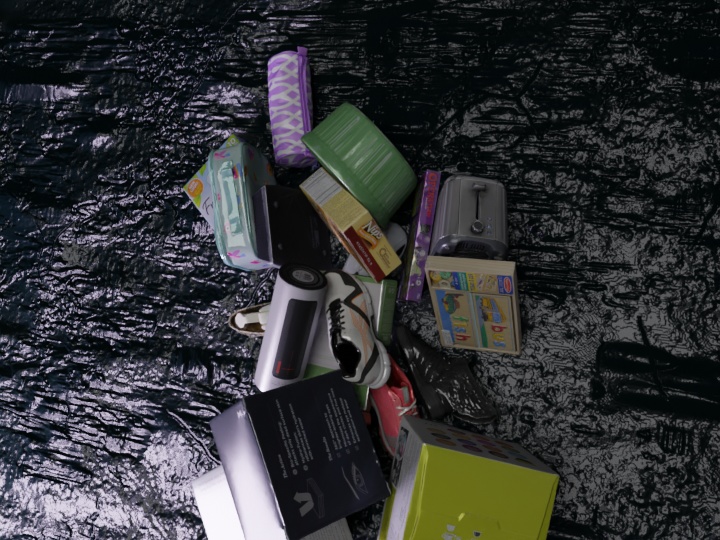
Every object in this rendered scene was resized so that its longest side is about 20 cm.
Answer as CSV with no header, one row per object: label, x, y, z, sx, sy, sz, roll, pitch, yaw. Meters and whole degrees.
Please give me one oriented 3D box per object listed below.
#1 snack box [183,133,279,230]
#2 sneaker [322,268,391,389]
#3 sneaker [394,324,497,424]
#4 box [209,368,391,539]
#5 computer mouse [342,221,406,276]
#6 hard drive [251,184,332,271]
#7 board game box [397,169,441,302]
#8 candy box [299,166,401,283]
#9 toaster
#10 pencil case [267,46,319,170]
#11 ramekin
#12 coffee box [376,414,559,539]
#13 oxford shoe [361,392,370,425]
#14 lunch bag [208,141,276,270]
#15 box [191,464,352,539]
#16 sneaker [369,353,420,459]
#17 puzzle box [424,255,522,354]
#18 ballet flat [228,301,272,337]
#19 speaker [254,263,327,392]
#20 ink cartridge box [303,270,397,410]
snack box,-0.212,-0.122,1.347,0.142,0.053,0.201,-42,74,10
sneaker,-0.019,0.081,1.127,0.073,0.079,0.203,-40,60,28
sneaker,0.134,0.162,1.190,0.102,0.060,0.203,-21,61,-4
box,-0.087,0.272,1.077,0.117,0.197,0.201,-34,72,44
computer mouse,0.000,0.000,1.263,0.109,0.044,0.202,40,98,20
hard drive,-0.111,-0.063,1.227,0.041,0.199,0.139,-9,84,24
board game box,0.093,-0.051,1.196,0.031,0.120,0.206,10,88,1
candy box,-0.019,-0.076,1.188,0.055,0.116,0.200,-37,35,-4
toaster,0.164,-0.054,1.143,0.110,0.201,0.132,8,65,1
pencil case,-0.119,-0.282,1.314,0.085,0.082,0.206,-18,77,54
ramekin,0.003,-0.174,1.205,0.098,0.200,0.200,-43,72,2
coffee box,0.143,0.345,1.061,0.195,0.198,0.205,14,89,-4
oxford shoe,-0.059,0.216,1.239,0.196,0.070,0.077,-4,73,36
lunch bag,-0.191,-0.106,1.227,0.075,0.160,0.206,-11,83,15
box,-0.144,0.391,1.192,0.197,0.129,0.204,-32,73,37
sneaker,0.060,0.223,1.182,0.073,0.087,0.203,-21,72,-30
puzzle box,0.175,0.056,1.123,0.130,0.202,0.026,4,51,20
ballet flat,-0.159,0.083,1.254,0.197,0.074,0.070,-11,77,47
speaker,-0.111,0.096,1.163,0.080,0.081,0.204,26,117,20
ink cartridge box,-0.021,0.108,1.200,0.143,0.047,0.206,7,89,37
